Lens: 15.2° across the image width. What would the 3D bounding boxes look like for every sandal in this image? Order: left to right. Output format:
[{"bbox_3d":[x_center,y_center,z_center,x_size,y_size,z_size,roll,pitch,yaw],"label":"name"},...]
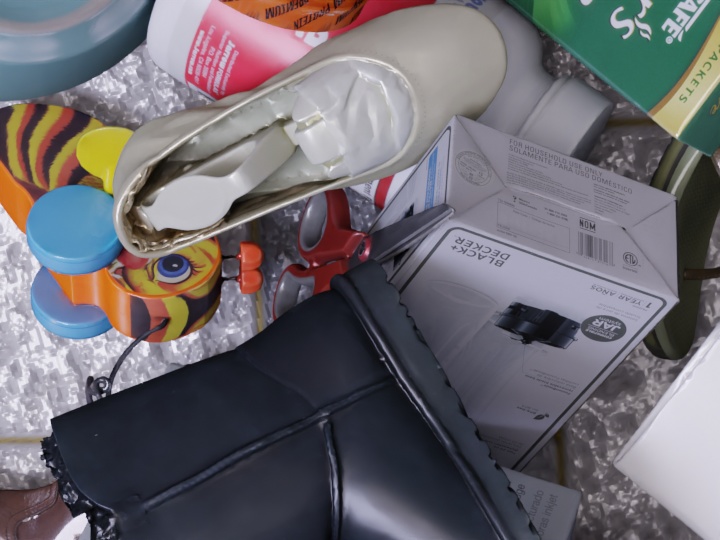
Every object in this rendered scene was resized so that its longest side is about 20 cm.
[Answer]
[{"bbox_3d":[0.175,-0.050,1.228,0.057,0.080,0.202,26,103,21],"label":"sandal"}]

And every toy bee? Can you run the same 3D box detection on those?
[{"bbox_3d":[-0.106,-0.002,1.298,0.108,0.131,0.201,-16,75,-17],"label":"toy bee"}]

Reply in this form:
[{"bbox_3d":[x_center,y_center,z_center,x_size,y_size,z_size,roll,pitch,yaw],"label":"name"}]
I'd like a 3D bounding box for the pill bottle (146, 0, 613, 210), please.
[{"bbox_3d":[0.011,-0.094,1.250,0.199,0.112,0.113,32,104,8],"label":"pill bottle"}]

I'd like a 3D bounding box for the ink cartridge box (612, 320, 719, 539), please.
[{"bbox_3d":[0.222,0.104,1.206,0.200,0.146,0.084,39,107,7],"label":"ink cartridge box"}]

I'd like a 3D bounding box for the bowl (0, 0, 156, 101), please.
[{"bbox_3d":[-0.160,-0.170,1.246,0.200,0.105,0.202,-3,103,-14],"label":"bowl"}]

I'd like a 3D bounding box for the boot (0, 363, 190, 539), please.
[{"bbox_3d":[-0.144,0.093,1.340,0.200,0.064,0.187,-36,101,19],"label":"boot"}]

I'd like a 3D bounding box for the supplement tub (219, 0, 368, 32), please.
[{"bbox_3d":[-0.003,-0.206,1.118,0.122,0.123,0.201,33,123,8],"label":"supplement tub"}]

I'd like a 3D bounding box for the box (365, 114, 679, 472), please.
[{"bbox_3d":[0.045,0.027,1.215,0.116,0.060,0.200,18,139,-16],"label":"box"}]

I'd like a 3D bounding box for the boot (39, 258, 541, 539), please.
[{"bbox_3d":[-0.021,0.115,1.106,0.168,0.076,0.201,-30,80,-7],"label":"boot"}]

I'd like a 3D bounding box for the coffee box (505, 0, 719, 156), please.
[{"bbox_3d":[0.116,-0.158,1.212,0.200,0.044,0.123,44,102,27],"label":"coffee box"}]

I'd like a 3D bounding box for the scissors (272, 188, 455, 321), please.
[{"bbox_3d":[0.000,0.000,1.176,0.014,0.200,0.074,19,88,-19],"label":"scissors"}]

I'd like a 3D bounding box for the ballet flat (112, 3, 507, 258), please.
[{"bbox_3d":[-0.028,-0.055,1.178,0.199,0.069,0.070,-23,92,27],"label":"ballet flat"}]

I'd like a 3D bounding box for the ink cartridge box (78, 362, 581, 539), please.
[{"bbox_3d":[-0.021,0.142,1.184,0.199,0.146,0.083,17,138,9],"label":"ink cartridge box"}]
